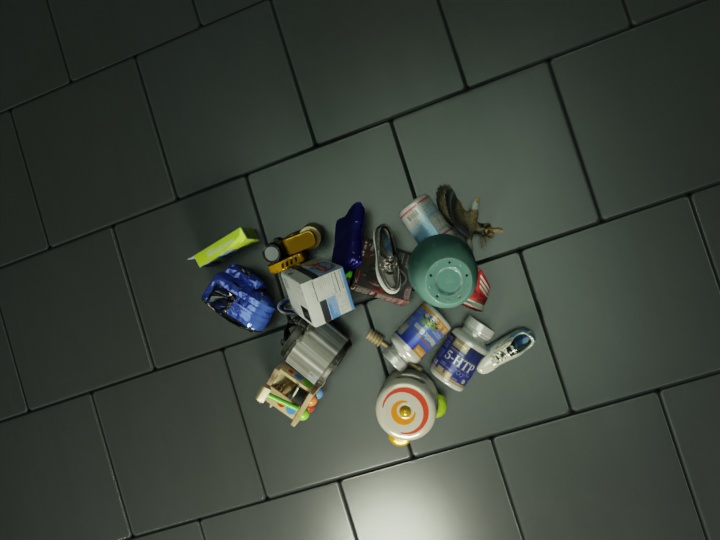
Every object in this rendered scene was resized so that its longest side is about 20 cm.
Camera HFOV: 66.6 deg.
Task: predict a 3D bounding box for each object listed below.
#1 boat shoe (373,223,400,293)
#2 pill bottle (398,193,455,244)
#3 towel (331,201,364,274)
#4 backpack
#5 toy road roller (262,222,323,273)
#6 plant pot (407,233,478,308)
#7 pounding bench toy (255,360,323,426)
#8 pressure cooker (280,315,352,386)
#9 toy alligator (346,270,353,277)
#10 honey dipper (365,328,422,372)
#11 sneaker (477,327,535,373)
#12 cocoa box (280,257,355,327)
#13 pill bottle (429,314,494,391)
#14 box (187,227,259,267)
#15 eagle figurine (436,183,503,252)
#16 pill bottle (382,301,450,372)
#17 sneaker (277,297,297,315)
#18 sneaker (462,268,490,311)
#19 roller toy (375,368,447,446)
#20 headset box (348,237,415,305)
[{"bbox_3d":[0.080,-0.037,1.558,0.069,0.066,0.203,-4,79,-12],"label":"boat shoe"},{"bbox_3d":[0.209,-0.117,1.620,0.108,0.109,0.201,-35,86,7],"label":"pill bottle"},{"bbox_3d":[-0.034,-0.084,1.620,0.049,0.147,0.203,18,60,-23],"label":"towel"},{"bbox_3d":[-0.357,0.088,1.684,0.199,0.162,0.169,34,92,8],"label":"backpack"},{"bbox_3d":[-0.192,-0.046,1.683,0.198,0.123,0.148,-23,101,9],"label":"toy road roller"},{"bbox_3d":[0.232,0.011,1.501,0.197,0.161,0.204,0,101,2],"label":"plant pot"},{"bbox_3d":[-0.210,0.376,1.634,0.155,0.200,0.125,33,105,7],"label":"pounding bench toy"},{"bbox_3d":[-0.145,0.224,1.641,0.199,0.179,0.177,37,100,5],"label":"pressure cooker"},{"bbox_3d":[0.000,0.000,1.686,0.197,0.060,0.055,17,50,1],"label":"toy alligator"},{"bbox_3d":[0.107,0.249,1.678,0.199,0.038,0.038,34,95,3],"label":"honey dipper"},{"bbox_3d":[0.423,0.236,1.608,0.199,0.072,0.072,-36,87,9],"label":"sneaker"},{"bbox_3d":[-0.123,0.056,1.554,0.130,0.200,0.135,-23,107,-19],"label":"cocoa box"},{"bbox_3d":[0.300,0.237,1.603,0.119,0.120,0.201,33,95,7],"label":"pill bottle"},{"bbox_3d":[-0.426,-0.067,1.713,0.198,0.122,0.048,-29,88,8],"label":"box"},{"bbox_3d":[0.300,-0.158,1.593,0.198,0.152,0.152,25,57,-8],"label":"eagle figurine"},{"bbox_3d":[0.161,0.200,1.614,0.112,0.112,0.200,44,87,6],"label":"pill bottle"},{"bbox_3d":[-0.160,0.108,1.690,0.197,0.088,0.076,-11,87,7],"label":"sneaker"},{"bbox_3d":[0.293,0.033,1.635,0.198,0.078,0.117,26,85,-4],"label":"sneaker"},{"bbox_3d":[0.135,0.395,1.611,0.199,0.140,0.183,-37,88,13],"label":"roller toy"},{"bbox_3d":[0.079,0.008,1.623,0.197,0.075,0.151,18,76,-7],"label":"headset box"}]
